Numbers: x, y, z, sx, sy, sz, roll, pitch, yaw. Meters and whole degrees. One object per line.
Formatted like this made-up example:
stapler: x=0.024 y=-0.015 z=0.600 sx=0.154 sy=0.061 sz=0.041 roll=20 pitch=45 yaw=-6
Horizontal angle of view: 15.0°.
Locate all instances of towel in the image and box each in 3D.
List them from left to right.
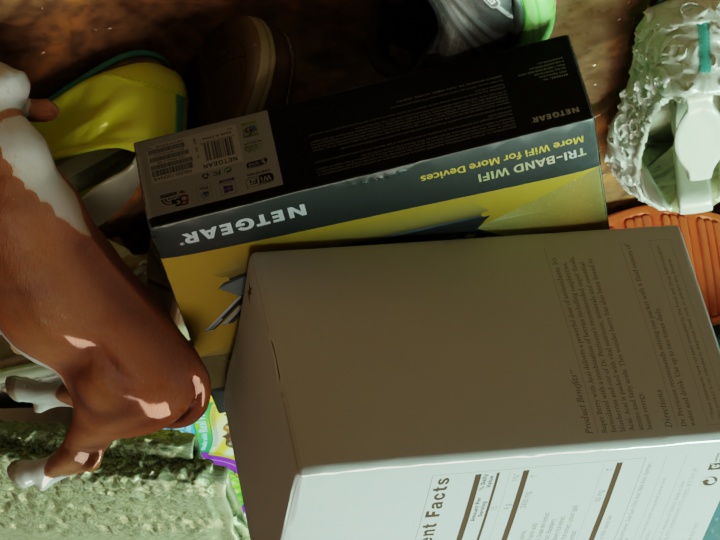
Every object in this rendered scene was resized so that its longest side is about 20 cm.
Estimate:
towel: x=-0.150 y=0.127 z=1.404 sx=0.200 sy=0.036 sz=0.148 roll=4 pitch=144 yaw=15

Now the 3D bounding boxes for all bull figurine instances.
bull figurine: x=-0.152 y=0.001 z=1.230 sx=0.121 sy=0.200 sz=0.065 roll=-35 pitch=-178 yaw=32

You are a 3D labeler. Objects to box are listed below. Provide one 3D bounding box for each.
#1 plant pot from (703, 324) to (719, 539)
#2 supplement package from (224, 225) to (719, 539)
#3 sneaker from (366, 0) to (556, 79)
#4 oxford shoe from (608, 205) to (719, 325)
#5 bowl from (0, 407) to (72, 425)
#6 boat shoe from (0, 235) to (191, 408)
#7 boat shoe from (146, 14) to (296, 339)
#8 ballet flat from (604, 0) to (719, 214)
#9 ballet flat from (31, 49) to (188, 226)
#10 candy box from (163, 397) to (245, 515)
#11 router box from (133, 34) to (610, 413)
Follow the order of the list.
plant pot: x=0.215 y=0.112 z=1.541 sx=0.200 sy=0.196 sz=0.196 roll=8 pitch=105 yaw=-21
supplement package: x=0.050 y=0.066 z=1.219 sx=0.200 sy=0.121 sz=0.120 roll=-3 pitch=143 yaw=-13
sneaker: x=0.044 y=-0.100 z=1.253 sx=0.084 sy=0.077 sz=0.200 roll=-5 pitch=143 yaw=-2
oxford shoe: x=0.131 y=0.005 z=1.510 sx=0.200 sy=0.071 sz=0.073 roll=-4 pitch=174 yaw=-11
bowl: x=-0.130 y=0.092 z=1.523 sx=0.201 sy=0.090 sz=0.201 roll=-10 pitch=153 yaw=-5
boat shoe: x=-0.126 y=0.020 z=1.406 sx=0.200 sy=0.072 sz=0.076 roll=-15 pitch=168 yaw=-7
boat shoe: x=-0.050 y=-0.041 z=1.293 sx=0.072 sy=0.072 sz=0.200 roll=-2 pitch=136 yaw=-19
ballet flat: x=0.160 y=-0.066 z=1.365 sx=0.072 sy=0.072 sz=0.200 roll=-12 pitch=154 yaw=0
ballet flat: x=-0.161 y=-0.035 z=1.285 sx=0.200 sy=0.067 sz=0.067 roll=-26 pitch=154 yaw=26
candy box: x=-0.087 y=0.099 z=1.425 sx=0.102 sy=0.026 sz=0.200 roll=-4 pitch=148 yaw=-9
router box: x=0.012 y=-0.017 z=1.243 sx=0.200 sy=0.052 sz=0.157 roll=-14 pitch=145 yaw=2
